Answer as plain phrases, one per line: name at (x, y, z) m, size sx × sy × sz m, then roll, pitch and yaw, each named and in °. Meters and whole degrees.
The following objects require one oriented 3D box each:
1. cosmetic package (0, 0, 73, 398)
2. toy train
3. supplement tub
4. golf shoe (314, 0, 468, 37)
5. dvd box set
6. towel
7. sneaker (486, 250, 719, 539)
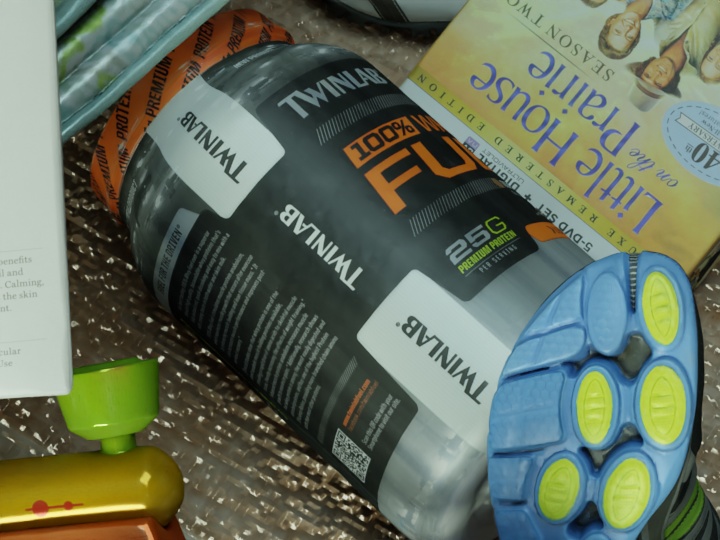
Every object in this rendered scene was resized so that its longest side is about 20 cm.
cosmetic package at (-0.151, -0.061, 0.957) m, size 0.107 × 0.085 × 0.201 m, roll -2°, pitch 103°, yaw -9°
toy train at (-0.077, 0.082, 1.011) m, size 0.199 × 0.085 × 0.116 m, roll -6°, pitch 89°, yaw 11°
supplement tub at (0.000, 0.000, 1.090) m, size 0.122 × 0.123 × 0.200 m, roll -39°, pitch 69°, yaw -24°
golf shoe at (-0.014, -0.165, 1.207) m, size 0.199 × 0.095 × 0.078 m, roll 22°, pitch 59°, yaw 7°
dvd box set at (0.128, -0.102, 1.160) m, size 0.146 × 0.029 × 0.200 m, roll 41°, pitch 94°, yaw 19°
towel at (-0.104, -0.096, 1.117) m, size 0.200 × 0.171 × 0.048 m, roll -44°, pitch 103°, yaw -25°
sneaker at (0.087, 0.081, 1.017) m, size 0.071 × 0.200 × 0.083 m, roll 8°, pitch 27°, yaw 19°
